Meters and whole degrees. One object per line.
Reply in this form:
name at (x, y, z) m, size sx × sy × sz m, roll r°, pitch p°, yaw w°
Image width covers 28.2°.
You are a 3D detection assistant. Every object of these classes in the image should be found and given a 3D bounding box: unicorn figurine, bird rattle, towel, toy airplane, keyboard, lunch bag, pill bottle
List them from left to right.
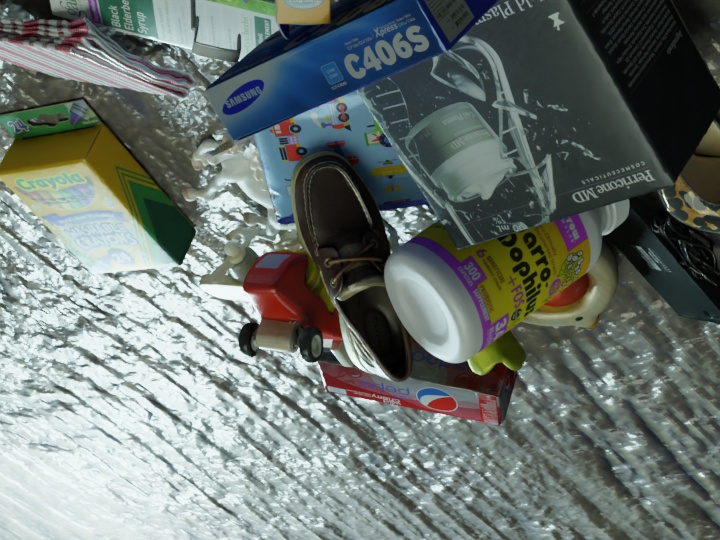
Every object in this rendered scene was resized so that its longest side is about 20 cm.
towel at (-0.256, -0.188, 1.214) m, size 0.199 × 0.030 × 0.146 m, roll 13°, pitch 177°, yaw 33°
unicorn figurine at (-0.102, -0.083, 1.332) m, size 0.137 × 0.074 × 0.199 m, roll -16°, pitch 149°, yaw 43°
toy airplane at (-0.032, 0.015, 1.310) m, size 0.199 × 0.142 × 0.199 m, roll 6°, pitch 175°, yaw -20°
lunch bag at (0.019, -0.120, 1.194) m, size 0.198 × 0.095 × 0.151 m, roll 2°, pitch 139°, yaw 12°
pill bottle at (0.122, -0.019, 1.152) m, size 0.104 × 0.199 × 0.105 m, roll 42°, pitch 153°, yaw 28°
bird rattle at (0.153, -0.006, 1.304) m, size 0.162 × 0.113 × 0.201 m, roll 6°, pitch 133°, yaw 2°
keyboard at (0.270, -0.023, 1.251) m, size 0.200 × 0.040 × 0.104 m, roll 43°, pitch 165°, yaw -32°

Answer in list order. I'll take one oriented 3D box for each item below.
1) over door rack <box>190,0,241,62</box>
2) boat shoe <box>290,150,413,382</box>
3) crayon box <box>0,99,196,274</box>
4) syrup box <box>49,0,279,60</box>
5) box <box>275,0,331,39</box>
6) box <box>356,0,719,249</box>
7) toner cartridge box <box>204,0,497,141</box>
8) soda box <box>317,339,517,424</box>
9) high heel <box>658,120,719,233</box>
over door rack at (-0.121, -0.262, 0.958) m, size 0.066 × 0.201 × 0.148 m, roll -8°, pitch 153°, yaw -17°
boat shoe at (0.000, 0.000, 1.171) m, size 0.072 × 0.072 × 0.201 m, roll -142°, pitch 34°, yaw -69°
crayon box at (-0.273, -0.078, 1.439) m, size 0.125 × 0.052 × 0.200 m, roll -5°, pitch 139°, yaw 34°
syrup box at (-0.142, -0.229, 1.117) m, size 0.199 × 0.082 × 0.079 m, roll 14°, pitch 147°, yaw 7°
box at (-0.036, -0.250, 0.901) m, size 0.041 × 0.119 × 0.201 m, roll -2°, pitch 125°, yaw 0°
box at (0.115, -0.146, 1.014) m, size 0.199 × 0.124 × 0.197 m, roll -17°, pitch 115°, yaw 43°
toner cartridge box at (-0.005, -0.150, 0.937) m, size 0.199 × 0.095 × 0.043 m, roll -17°, pitch 112°, yaw 43°
soda box at (0.060, 0.102, 1.500) m, size 0.199 × 0.070 × 0.064 m, roll 10°, pitch 146°, yaw 16°
high heel at (0.268, -0.098, 1.088) m, size 0.199 × 0.072 × 0.143 m, roll 27°, pitch 154°, yaw 7°
